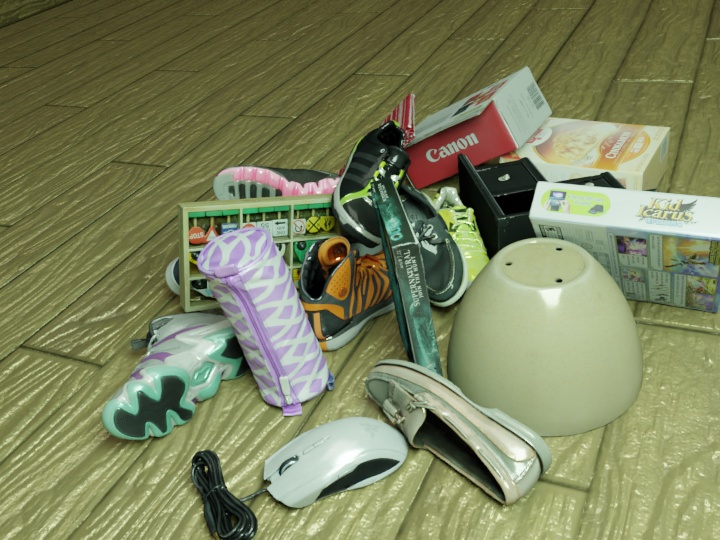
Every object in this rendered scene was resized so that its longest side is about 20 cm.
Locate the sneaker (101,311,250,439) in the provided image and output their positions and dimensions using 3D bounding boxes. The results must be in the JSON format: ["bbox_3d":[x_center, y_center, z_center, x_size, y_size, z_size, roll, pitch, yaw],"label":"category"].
[{"bbox_3d":[-0.223,0.105,0.820,0.140,0.078,0.200,17,31,36],"label":"sneaker"}]

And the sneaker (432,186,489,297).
[{"bbox_3d":[0.119,-0.037,0.936,0.075,0.076,0.200,-4,33,-13],"label":"sneaker"}]

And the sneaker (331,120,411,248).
[{"bbox_3d":[0.019,-0.117,0.893,0.083,0.072,0.200,-41,30,37],"label":"sneaker"}]

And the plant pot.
[{"bbox_3d":[0.184,0.047,0.746,0.200,0.135,0.200,-6,33,4],"label":"plant pot"}]

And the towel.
[{"bbox_3d":[0.014,-0.165,1.102,0.200,0.022,0.145,-45,20,27],"label":"towel"}]

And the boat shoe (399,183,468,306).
[{"bbox_3d":[0.071,-0.041,0.894,0.074,0.066,0.200,-34,42,22],"label":"boat shoe"}]

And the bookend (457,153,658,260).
[{"bbox_3d":[0.250,-0.091,0.978,0.200,0.092,0.199,-9,32,-2],"label":"bookend"}]

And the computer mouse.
[{"bbox_3d":[-0.053,0.178,0.686,0.200,0.044,0.110,-19,33,-15],"label":"computer mouse"}]

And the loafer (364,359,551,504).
[{"bbox_3d":[0.075,0.145,0.685,0.200,0.072,0.063,23,48,35],"label":"loafer"}]

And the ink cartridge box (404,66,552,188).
[{"bbox_3d":[0.154,-0.200,1.105,0.200,0.084,0.176,-18,19,45],"label":"ink cartridge box"}]

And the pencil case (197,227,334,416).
[{"bbox_3d":[-0.097,0.054,0.753,0.084,0.200,0.086,-10,33,18],"label":"pencil case"}]

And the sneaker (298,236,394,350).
[{"bbox_3d":[0.000,0.000,0.881,0.078,0.112,0.200,14,38,30],"label":"sneaker"}]

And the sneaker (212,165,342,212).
[{"bbox_3d":[-0.093,-0.104,0.962,0.200,0.079,0.095,6,26,-19],"label":"sneaker"}]

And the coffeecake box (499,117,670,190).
[{"bbox_3d":[0.326,-0.156,1.078,0.200,0.073,0.154,12,39,30],"label":"coffeecake box"}]

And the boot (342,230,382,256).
[{"bbox_3d":[-0.020,-0.064,1.038,0.200,0.074,0.096,6,29,8],"label":"boot"}]

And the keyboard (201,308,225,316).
[{"bbox_3d":[-0.165,0.049,0.941,0.056,0.011,0.200,-30,38,-29],"label":"keyboard"}]

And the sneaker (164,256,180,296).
[{"bbox_3d":[-0.158,-0.042,0.972,0.108,0.070,0.200,-27,14,44],"label":"sneaker"}]

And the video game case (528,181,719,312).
[{"bbox_3d":[0.285,-0.021,0.776,0.181,0.200,0.046,10,72,26],"label":"video game case"}]

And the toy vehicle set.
[{"bbox_3d":[-0.117,-0.025,0.892,0.200,0.124,0.027,-7,19,-26],"label":"toy vehicle set"}]

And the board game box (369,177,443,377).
[{"bbox_3d":[0.049,0.023,0.753,0.028,0.200,0.135,-14,32,0],"label":"board game box"}]
